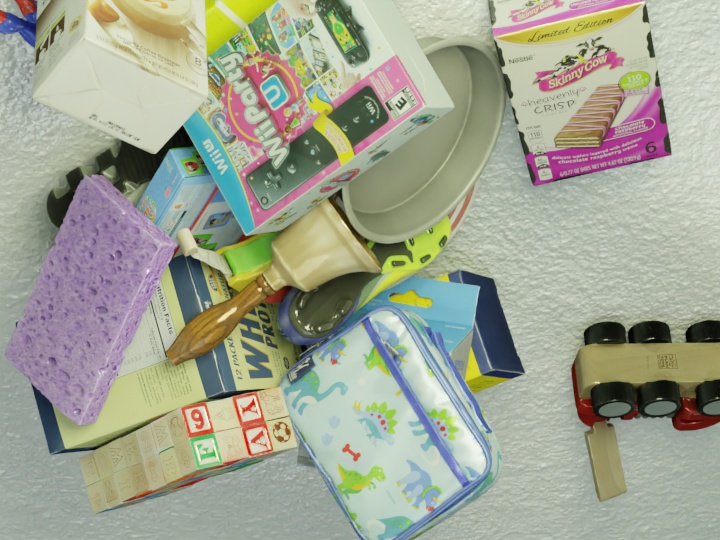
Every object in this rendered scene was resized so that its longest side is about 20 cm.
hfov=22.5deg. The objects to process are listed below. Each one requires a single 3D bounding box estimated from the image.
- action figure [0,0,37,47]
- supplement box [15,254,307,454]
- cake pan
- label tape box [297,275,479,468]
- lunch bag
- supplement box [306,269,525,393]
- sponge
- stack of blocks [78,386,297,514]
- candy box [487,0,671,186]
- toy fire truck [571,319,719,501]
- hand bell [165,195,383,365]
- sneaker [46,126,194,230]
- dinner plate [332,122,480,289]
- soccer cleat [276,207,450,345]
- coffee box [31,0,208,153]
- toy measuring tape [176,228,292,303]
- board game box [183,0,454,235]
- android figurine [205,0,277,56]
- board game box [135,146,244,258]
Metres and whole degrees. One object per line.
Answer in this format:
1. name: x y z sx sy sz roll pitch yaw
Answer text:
1. action figure: -0.259 -0.198 1.553 0.065 0.052 0.200 -18 143 22
2. supplement box: -0.184 0.081 1.750 0.199 0.135 0.200 -21 171 22
3. cake pan: 0.048 -0.120 1.609 0.200 0.037 0.201 -30 138 -31
4. label tape box: 0.026 0.102 1.760 0.144 0.201 0.063 8 179 22
5. lunch bag: 0.030 0.142 1.680 0.160 0.201 0.082 -33 166 13
6. supplement box: 0.048 0.088 1.846 0.199 0.109 0.109 -22 167 19
7. sponge: -0.245 0.027 1.632 0.030 0.111 0.201 -4 127 -55
8. stack of blocks: -0.165 0.171 1.706 0.115 0.059 0.200 -9 168 -40
9. candy box: 0.199 -0.173 1.623 0.136 0.061 0.200 -13 139 9
10. toy fire truck: 0.316 0.157 1.991 0.175 0.129 0.200 -1 151 -6
11. hand bell: -0.089 0.018 1.598 0.200 0.104 0.104 -37 134 4
12. sneaker: -0.188 -0.090 1.681 0.199 0.074 0.088 -26 155 18
13. dinner plate: 0.029 -0.060 1.714 0.200 0.024 0.201 -27 143 -23
14. soccer cleat: -0.001 -0.001 1.691 0.065 0.200 0.084 55 155 -5
15. coffee box: -0.190 -0.205 1.434 0.114 0.201 0.080 24 131 -31
16. toy measuring tape: -0.097 -0.016 1.653 0.073 0.074 0.200 -19 160 16
17. board game box: -0.045 -0.143 1.504 0.200 0.148 0.064 -35 171 27
18. android figurine: -0.064 -0.220 1.554 0.200 0.041 0.182 -31 134 26
19. board game box: -0.111 -0.064 1.668 0.199 0.037 0.151 -8 151 -36
